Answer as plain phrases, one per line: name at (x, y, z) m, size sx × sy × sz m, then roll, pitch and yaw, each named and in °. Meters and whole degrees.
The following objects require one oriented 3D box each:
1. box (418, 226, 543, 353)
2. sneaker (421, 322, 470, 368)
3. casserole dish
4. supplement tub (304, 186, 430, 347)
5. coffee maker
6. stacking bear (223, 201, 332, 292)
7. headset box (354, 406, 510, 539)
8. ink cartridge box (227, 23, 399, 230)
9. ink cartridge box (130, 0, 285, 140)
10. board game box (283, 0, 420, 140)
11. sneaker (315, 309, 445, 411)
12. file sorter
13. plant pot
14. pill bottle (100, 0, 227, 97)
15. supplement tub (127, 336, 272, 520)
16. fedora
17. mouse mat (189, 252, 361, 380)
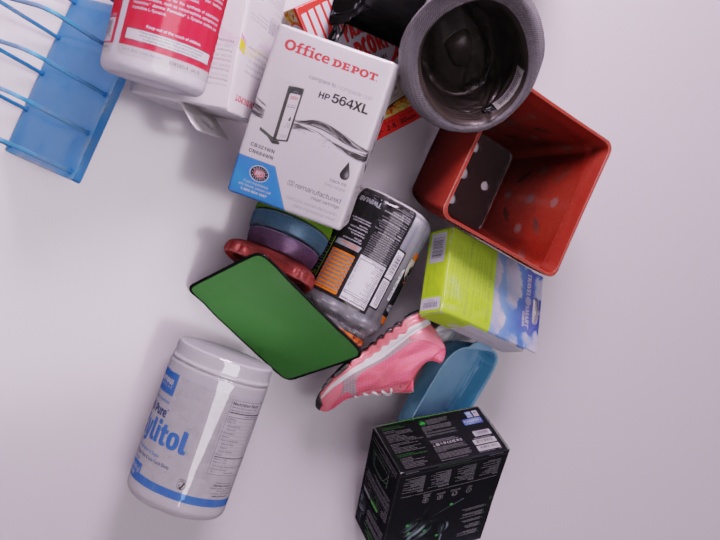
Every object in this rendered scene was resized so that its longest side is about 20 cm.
box at (0.170, 0.033, 1.211) m, size 0.199 × 0.047 × 0.123 m, roll 25°, pitch 66°, yaw -37°
sneaker at (0.087, 0.115, 1.269) m, size 0.199 × 0.070 × 0.081 m, roll -32°, pitch 126°, yaw -12°
casserole dish at (0.121, 0.176, 1.275) m, size 0.121 × 0.039 × 0.201 m, roll 11°, pitch 113°, yaw -43°
supplement tub at (0.000, 0.000, 1.182) m, size 0.122 × 0.122 × 0.201 m, roll 30°, pitch 86°, yaw -25°
coffee maker at (0.070, -0.320, 1.128) m, size 0.199 × 0.135 × 0.193 m, roll 22°, pitch 113°, yaw -25°
stacking bear at (-0.078, -0.084, 1.143) m, size 0.121 × 0.114 × 0.201 m, roll 23°, pitch 78°, yaw 3°
headset box at (0.097, 0.310, 1.254) m, size 0.173 × 0.093 × 0.201 m, roll -7°, pitch 126°, yaw -23°
ink cartridge box at (-0.053, -0.168, 1.034) m, size 0.145 × 0.084 × 0.202 m, roll 19°, pitch 101°, yaw 3°
ink cartridge box at (-0.178, -0.261, 1.036) m, size 0.124 × 0.129 × 0.202 m, roll 13°, pitch 93°, yaw 11°
board game box at (0.005, -0.281, 1.183) m, size 0.151 × 0.046 × 0.201 m, roll -30°, pitch 108°, yaw -19°
sneaker at (0.028, 0.141, 1.180) m, size 0.200 × 0.074 × 0.087 m, roll -38°, pitch 87°, yaw 9°
file sorter at (-0.348, -0.224, 0.960) m, size 0.122 × 0.138 × 0.201 m, roll 28°, pitch 85°, yaw -56°
plant pot at (0.185, -0.131, 1.216) m, size 0.199 × 0.176 × 0.201 m, roll 27°, pitch 86°, yaw -26°
pill bottle at (-0.193, -0.292, 0.917) m, size 0.111 × 0.112 × 0.202 m, roll 13°, pitch 94°, yaw -25°
supplement tub at (-0.203, 0.198, 1.116) m, size 0.131 × 0.132 × 0.202 m, roll 19°, pitch 89°, yaw -25°
fedora at (0.122, -0.264, 1.041) m, size 0.176 × 0.091 × 0.200 m, roll -29°, pitch 131°, yaw 6°
mouse mat at (-0.111, 0.065, 1.134) m, size 0.200 × 0.160 × 0.008 m, roll 47°, pitch 45°, yaw -22°
